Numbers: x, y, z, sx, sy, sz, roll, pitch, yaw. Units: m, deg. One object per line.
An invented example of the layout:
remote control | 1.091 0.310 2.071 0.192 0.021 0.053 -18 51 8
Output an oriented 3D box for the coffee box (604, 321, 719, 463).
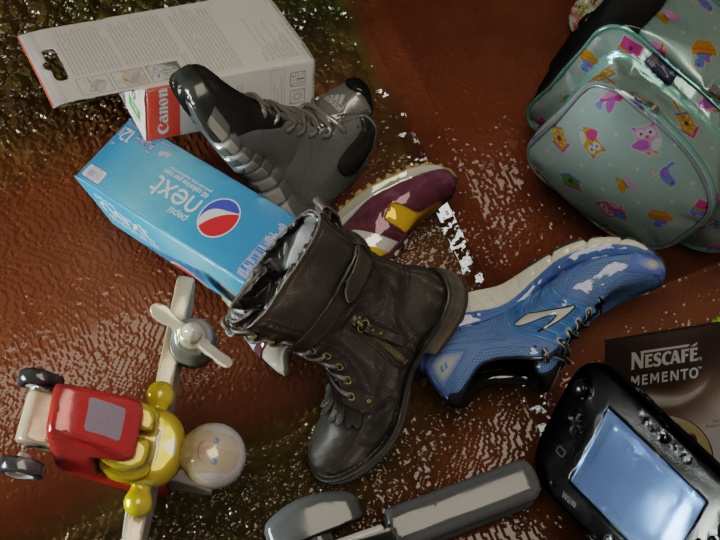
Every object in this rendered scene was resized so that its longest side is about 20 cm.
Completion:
coffee box | 0.238 0.146 1.257 0.080 0.113 0.200 20 66 -43

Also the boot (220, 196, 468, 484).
boot | -0.030 0.051 1.233 0.069 0.174 0.200 41 106 44

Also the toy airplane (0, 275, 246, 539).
toy airplane | -0.140 0.129 1.215 0.141 0.199 0.200 2 115 20

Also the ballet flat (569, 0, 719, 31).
ballet flat | 0.266 -0.218 1.397 0.200 0.064 0.076 -6 69 -4

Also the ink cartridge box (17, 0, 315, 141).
ink cartridge box | -0.145 -0.149 1.328 0.200 0.050 0.109 -13 41 -19

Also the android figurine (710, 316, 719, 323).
android figurine | 0.361 0.074 1.333 0.200 0.041 0.182 8 73 -2

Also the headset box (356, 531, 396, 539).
headset box | -0.049 0.273 1.177 0.174 0.200 0.093 -12 58 -7

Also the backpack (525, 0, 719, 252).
backpack | 0.235 -0.104 1.306 0.200 0.176 0.153 32 59 -5

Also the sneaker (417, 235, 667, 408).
sneaker | 0.139 0.045 1.307 0.200 0.079 0.089 -26 62 -2

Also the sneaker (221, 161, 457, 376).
sneaker | 0.000 0.000 1.324 0.200 0.075 0.090 -33 75 -2

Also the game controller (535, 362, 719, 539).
game controller | 0.194 0.151 1.210 0.104 0.042 0.200 -59 43 14

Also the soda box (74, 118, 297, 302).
soda box | -0.113 -0.034 1.287 0.200 0.068 0.064 32 73 35

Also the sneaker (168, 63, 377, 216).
sneaker | -0.052 -0.115 1.288 0.115 0.200 0.075 -40 55 0

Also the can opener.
can opener | 0.031 0.175 1.280 0.200 0.053 0.067 -15 74 -7
